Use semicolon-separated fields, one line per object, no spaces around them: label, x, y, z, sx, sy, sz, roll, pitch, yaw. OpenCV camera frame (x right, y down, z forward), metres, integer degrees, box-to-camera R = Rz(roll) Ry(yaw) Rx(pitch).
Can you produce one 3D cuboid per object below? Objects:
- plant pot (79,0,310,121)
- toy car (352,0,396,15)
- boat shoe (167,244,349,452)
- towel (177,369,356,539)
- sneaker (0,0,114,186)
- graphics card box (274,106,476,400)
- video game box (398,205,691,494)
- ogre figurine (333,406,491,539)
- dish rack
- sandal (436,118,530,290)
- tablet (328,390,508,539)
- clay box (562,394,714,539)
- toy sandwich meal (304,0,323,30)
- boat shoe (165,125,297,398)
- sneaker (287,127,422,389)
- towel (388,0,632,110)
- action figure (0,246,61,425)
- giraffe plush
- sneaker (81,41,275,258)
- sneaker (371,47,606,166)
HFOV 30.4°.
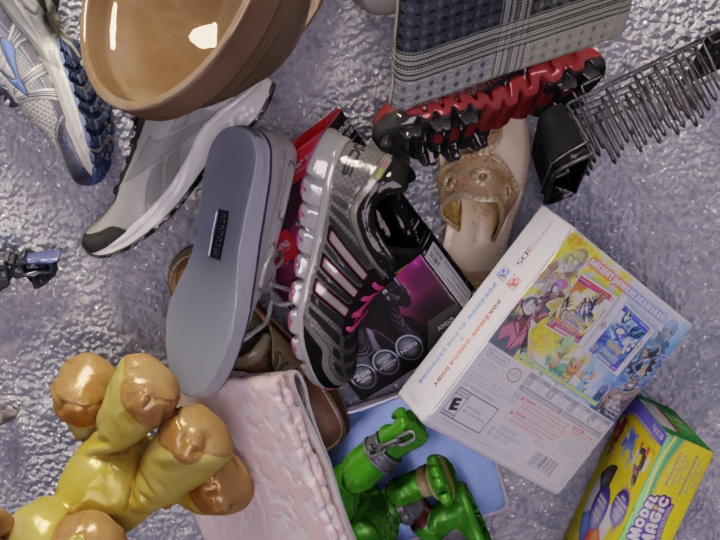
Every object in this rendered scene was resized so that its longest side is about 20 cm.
plant pot;-0.099;-0.192;0.914;0.092;0.200;0.203;19;103;-45
toy car;0.058;-0.265;0.937;0.150;0.200;0.175;40;88;26
boat shoe;-0.086;0.070;1.058;0.075;0.074;0.200;-41;99;3
towel;-0.082;0.170;1.044;0.032;0.190;0.203;-29;105;-40
sneaker;-0.255;-0.154;1.015;0.084;0.077;0.202;-22;95;11
graphics card box;-0.008;-0.010;1.043;0.125;0.051;0.201;-32;103;25
video game box;0.150;0.069;1.042;0.183;0.047;0.199;-51;134;8
ogre figurine;0.031;0.202;1.071;0.119;0.099;0.200;-23;147;11
dish rack;0.221;-0.125;1.006;0.198;0.153;0.055;-26;83;1
sandal;0.096;-0.049;1.051;0.076;0.070;0.215;8;101;-5
tablet;0.017;0.172;1.120;0.197;0.014;0.132;-18;102;-1
clay box;0.213;0.213;1.089;0.047;0.115;0.202;23;99;-7
toy sandwich meal;-0.107;-0.250;0.997;0.202;0.070;0.209;-1;102;-3
boat shoe;-0.085;-0.004;0.990;0.085;0.074;0.205;3;101;-50
sneaker;0.000;0.000;0.975;0.086;0.074;0.203;10;110;16
towel;0.111;-0.209;0.899;0.197;0.035;0.194;-19;146;-17
action figure;-0.327;0.045;1.030;0.197;0.105;0.196;-12;112;1
giraffe plush;-0.200;0.176;0.985;0.173;0.199;0.163;47;51;-15
sneaker;-0.152;-0.091;1.018;0.079;0.074;0.200;40;106;-10
sneaker;0.087;-0.148;1.012;0.198;0.071;0.099;-23;73;-19
